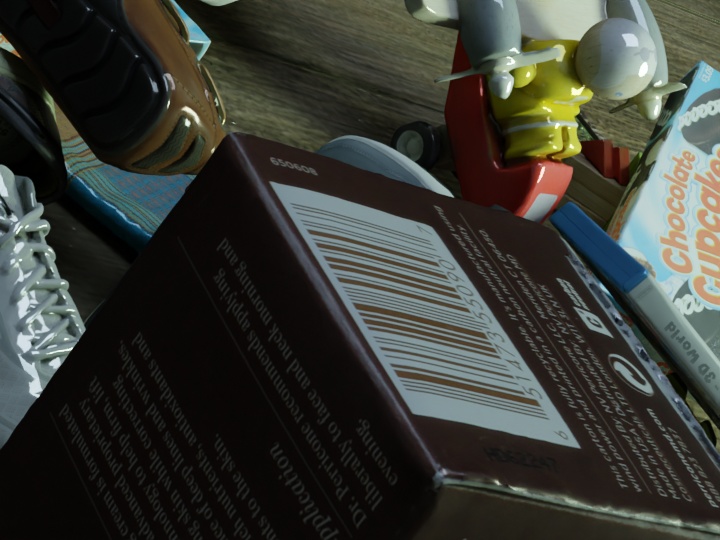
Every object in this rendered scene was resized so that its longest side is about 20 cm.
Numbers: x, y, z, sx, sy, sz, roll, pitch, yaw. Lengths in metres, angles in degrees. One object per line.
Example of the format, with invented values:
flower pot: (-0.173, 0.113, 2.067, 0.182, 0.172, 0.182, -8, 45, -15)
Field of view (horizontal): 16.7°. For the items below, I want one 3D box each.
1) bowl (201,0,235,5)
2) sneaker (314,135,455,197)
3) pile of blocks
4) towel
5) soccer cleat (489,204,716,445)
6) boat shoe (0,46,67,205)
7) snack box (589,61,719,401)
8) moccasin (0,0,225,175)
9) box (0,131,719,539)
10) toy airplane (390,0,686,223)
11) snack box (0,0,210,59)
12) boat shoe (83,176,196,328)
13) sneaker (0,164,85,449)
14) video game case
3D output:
bowl: (-0.065, -0.221, 1.373, 0.200, 0.075, 0.200, -25, 38, -22)
sneaker: (0.000, 0.000, 1.165, 0.121, 0.084, 0.200, 24, 27, -50)
pile of blocks: (0.196, -0.022, 1.498, 0.200, 0.062, 0.082, 43, 24, 10)
towel: (-0.129, -0.075, 1.188, 0.200, 0.022, 0.147, 40, 23, 6)
soccer cleat: (0.097, 0.055, 1.244, 0.200, 0.065, 0.084, 46, 54, 8)
boat shoe: (-0.200, -0.076, 1.024, 0.200, 0.073, 0.065, 14, 27, -43)
snack box: (0.205, -0.018, 1.416, 0.116, 0.037, 0.200, 34, 50, -7)
moccasin: (-0.120, -0.122, 1.093, 0.201, 0.074, 0.078, 50, 13, 29)
box: (-0.007, 0.091, 0.832, 0.164, 0.200, 0.166, 14, 33, -43)
toy airplane: (0.105, -0.136, 1.370, 0.141, 0.199, 0.200, 12, 48, 36)
snack box: (-0.176, -0.138, 1.173, 0.116, 0.037, 0.200, 47, 27, 26)
boat shoe: (-0.069, 0.019, 1.033, 0.074, 0.063, 0.201, 36, 34, -11)
sneaker: (-0.142, 0.012, 0.940, 0.200, 0.081, 0.075, 48, 24, 19)
video game case: (0.178, 0.058, 1.260, 0.200, 0.018, 0.143, 50, 2, -18)
